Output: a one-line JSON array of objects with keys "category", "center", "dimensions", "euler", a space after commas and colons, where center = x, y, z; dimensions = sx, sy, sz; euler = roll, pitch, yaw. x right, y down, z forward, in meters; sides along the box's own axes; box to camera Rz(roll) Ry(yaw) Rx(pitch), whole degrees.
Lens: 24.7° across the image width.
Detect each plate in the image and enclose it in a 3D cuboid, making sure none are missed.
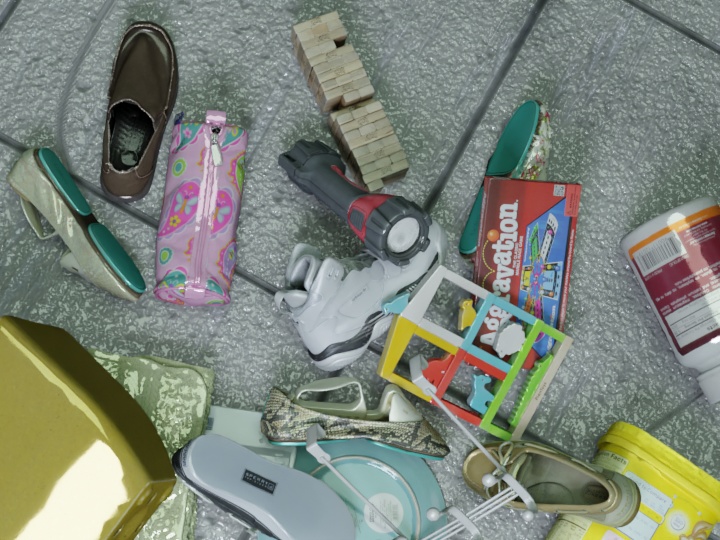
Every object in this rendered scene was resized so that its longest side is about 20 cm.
[{"category": "plate", "center": [-0.007, 0.259, 1.683], "dimensions": [0.200, 0.026, 0.200], "euler": [2, 76, -6]}]

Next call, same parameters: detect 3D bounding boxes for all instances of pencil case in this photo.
[{"category": "pencil case", "center": [-0.165, -0.062, 1.708], "dimensions": [0.087, 0.087, 0.200], "euler": [8, 77, -5]}]

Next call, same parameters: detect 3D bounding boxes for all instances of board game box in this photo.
[{"category": "board game box", "center": [0.170, 0.004, 1.723], "dimensions": [0.103, 0.019, 0.200], "euler": [3, 100, -12]}]

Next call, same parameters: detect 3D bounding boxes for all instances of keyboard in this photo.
[{"category": "keyboard", "center": [-0.163, 0.165, 1.688], "dimensions": [0.200, 0.011, 0.056], "euler": [8, 70, -1]}]

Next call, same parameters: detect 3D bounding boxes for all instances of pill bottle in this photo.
[{"category": "pill bottle", "center": [0.368, 0.032, 1.738], "dimensions": [0.114, 0.114, 0.200], "euler": [-24, 81, -12]}]

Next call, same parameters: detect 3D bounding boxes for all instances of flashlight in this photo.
[{"category": "flashlight", "center": [-0.004, -0.076, 1.689], "dimensions": [0.068, 0.068, 0.200], "euler": [-40, 41, -7]}]

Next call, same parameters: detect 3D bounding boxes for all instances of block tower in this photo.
[{"category": "block tower", "center": [-0.010, -0.176, 1.770], "dimensions": [0.058, 0.054, 0.200], "euler": [-22, 81, -11]}]

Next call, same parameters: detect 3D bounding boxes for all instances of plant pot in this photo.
[{"category": "plant pot", "center": [-0.292, 0.185, 1.546], "dimensions": [0.200, 0.194, 0.196], "euler": [38, 90, 10]}]

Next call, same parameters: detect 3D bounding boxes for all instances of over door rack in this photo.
[{"category": "over door rack", "center": [0.057, 0.204, 1.603], "dimensions": [0.148, 0.067, 0.200], "euler": [-34, 104, 19]}]

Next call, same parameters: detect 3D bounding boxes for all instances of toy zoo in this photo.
[{"category": "toy zoo", "center": [0.107, 0.081, 1.699], "dimensions": [0.200, 0.020, 0.131], "euler": [28, 91, -15]}]

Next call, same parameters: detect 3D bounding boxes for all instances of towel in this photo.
[{"category": "towel", "center": [-0.230, 0.184, 1.655], "dimensions": [0.148, 0.036, 0.200], "euler": [7, 82, 0]}]

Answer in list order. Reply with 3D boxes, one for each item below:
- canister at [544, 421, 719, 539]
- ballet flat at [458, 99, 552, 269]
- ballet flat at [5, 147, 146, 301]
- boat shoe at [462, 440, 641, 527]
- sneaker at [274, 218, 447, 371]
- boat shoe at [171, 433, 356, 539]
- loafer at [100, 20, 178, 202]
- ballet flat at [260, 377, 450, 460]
[{"category": "canister", "center": [0.270, 0.278, 1.683], "dimensions": [0.148, 0.087, 0.200], "euler": [34, 76, 2]}, {"category": "ballet flat", "center": [0.165, -0.086, 1.773], "dimensions": [0.064, 0.076, 0.200], "euler": [31, 77, -31]}, {"category": "ballet flat", "center": [-0.298, -0.037, 1.707], "dimensions": [0.062, 0.067, 0.200], "euler": [-38, 79, 14]}, {"category": "boat shoe", "center": [0.181, 0.210, 1.648], "dimensions": [0.200, 0.063, 0.073], "euler": [14, 82, 38]}, {"category": "sneaker", "center": [0.000, 0.000, 1.695], "dimensions": [0.200, 0.075, 0.115], "euler": [-47, 124, -11]}, {"category": "boat shoe", "center": [-0.098, 0.230, 1.634], "dimensions": [0.199, 0.068, 0.074], "euler": [27, 65, -18]}, {"category": "loafer", "center": [-0.232, -0.174, 1.732], "dimensions": [0.073, 0.071, 0.200], "euler": [5, 76, -6]}, {"category": "ballet flat", "center": [0.000, 0.148, 1.670], "dimensions": [0.200, 0.068, 0.075], "euler": [7, 97, -10]}]
